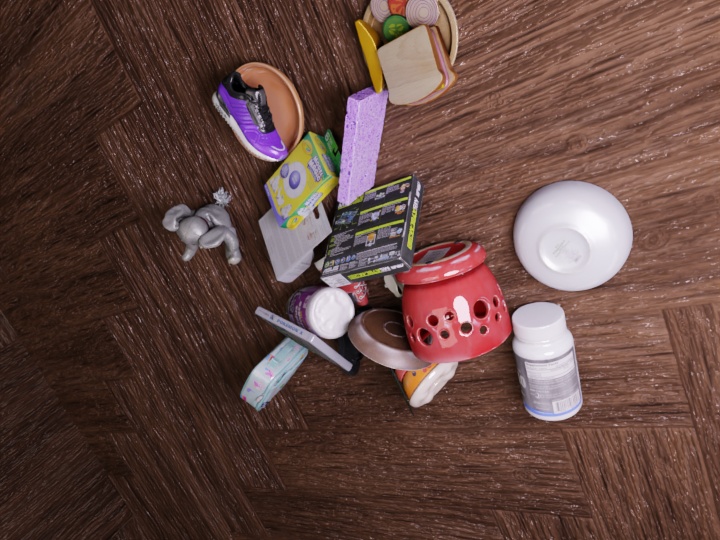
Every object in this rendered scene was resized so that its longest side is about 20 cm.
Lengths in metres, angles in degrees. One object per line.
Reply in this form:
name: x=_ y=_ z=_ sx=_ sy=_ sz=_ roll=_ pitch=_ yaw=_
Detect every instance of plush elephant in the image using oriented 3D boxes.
plush elephant: x=-0.390 y=-0.091 z=1.292 sx=0.163 sy=0.155 sz=0.202 roll=30 pitch=129 yaw=14

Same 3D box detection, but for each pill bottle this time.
pill bottle: x=-0.103 y=0.092 z=1.212 sx=0.113 sy=0.112 sz=0.199 roll=62 pitch=156 yaw=-12
pill bottle: x=0.353 y=0.171 z=1.004 sx=0.112 sy=0.114 sz=0.203 roll=-3 pitch=114 yaw=33

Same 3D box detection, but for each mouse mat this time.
mouse mat: x=0.066 y=0.215 z=1.174 sx=0.007 sy=0.162 sz=0.202 roll=-25 pitch=128 yaw=-3

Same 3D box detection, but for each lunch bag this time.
lunch bag: x=-0.216 y=0.257 z=1.353 sx=0.077 sy=0.200 sz=0.161 roll=39 pitch=128 yaw=4

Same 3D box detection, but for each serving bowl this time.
serving bowl: x=0.358 y=-0.047 z=0.908 sx=0.197 sy=0.066 sz=0.203 roll=15 pitch=123 yaw=24

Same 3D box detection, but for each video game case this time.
video game case: x=-0.129 y=0.160 z=1.224 sx=0.180 sy=0.022 sz=0.200 roll=21 pitch=164 yaw=34

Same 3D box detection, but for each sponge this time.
sponge: x=0.003 y=-0.237 z=0.993 sx=0.029 sy=0.111 sz=0.203 roll=23 pitch=127 yaw=20

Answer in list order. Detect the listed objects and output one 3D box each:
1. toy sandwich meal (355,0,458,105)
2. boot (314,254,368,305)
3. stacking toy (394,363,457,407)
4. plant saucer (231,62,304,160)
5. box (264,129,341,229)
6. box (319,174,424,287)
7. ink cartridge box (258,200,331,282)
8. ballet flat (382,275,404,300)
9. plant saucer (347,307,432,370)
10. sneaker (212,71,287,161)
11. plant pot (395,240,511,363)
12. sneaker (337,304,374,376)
toy sandwich meal: x=0.074 y=-0.381 z=0.893 sx=0.202 sy=0.070 sz=0.208 roll=15 pitch=123 yaw=24
boot: x=0.000 y=0.000 z=1.160 sx=0.199 sy=0.072 sz=0.145 roll=-29 pitch=99 yaw=47
stacking toy: x=0.106 y=0.189 z=1.178 sx=0.200 sy=0.145 sz=0.147 roll=43 pitch=132 yaw=24
plant saucer: x=-0.198 y=-0.335 z=1.113 sx=0.197 sy=0.037 sz=0.203 roll=16 pitch=124 yaw=24
box: x=-0.115 y=-0.191 z=1.092 sx=0.200 sy=0.048 sz=0.119 roll=-40 pitch=61 yaw=31
box: x=0.022 y=-0.075 z=1.028 sx=0.198 sy=0.196 sz=0.047 roll=-14 pitch=139 yaw=36
ink cartridge box: x=-0.136 y=-0.093 z=1.164 sx=0.199 sy=0.057 sz=0.165 roll=-35 pitch=64 yaw=30
ballet flat: x=0.102 y=0.050 z=1.122 sx=0.073 sy=0.073 sz=0.201 roll=-35 pitch=95 yaw=40
plant saucer: x=0.071 y=0.134 z=1.107 sx=0.198 sy=0.200 sz=0.033 roll=24 pitch=117 yaw=18
sneaker: x=-0.213 y=-0.316 z=1.064 sx=0.200 sy=0.070 sz=0.099 roll=47 pitch=128 yaw=-1
plant pot: x=0.171 y=0.050 z=0.998 sx=0.198 sy=0.200 sz=0.185 roll=-6 pitch=107 yaw=34
sneaker: x=-0.001 y=0.174 z=1.263 sx=0.103 sy=0.060 sz=0.203 roll=7 pitch=117 yaw=33
